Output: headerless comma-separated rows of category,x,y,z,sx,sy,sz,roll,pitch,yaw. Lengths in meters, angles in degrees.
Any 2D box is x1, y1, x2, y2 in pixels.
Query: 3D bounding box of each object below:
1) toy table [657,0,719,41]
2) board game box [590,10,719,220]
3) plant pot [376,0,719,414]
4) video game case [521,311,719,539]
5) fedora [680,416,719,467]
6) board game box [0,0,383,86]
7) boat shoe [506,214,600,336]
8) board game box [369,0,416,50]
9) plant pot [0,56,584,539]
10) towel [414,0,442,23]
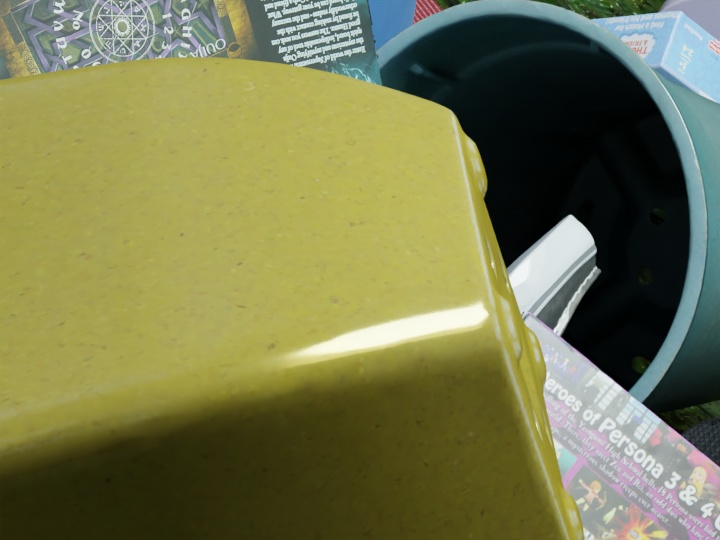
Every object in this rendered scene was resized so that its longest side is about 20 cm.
toy table,0.276,-0.119,1.536,0.200,0.184,0.117,46,43,-9
board game box,0.172,-0.070,1.341,0.200,0.151,0.037,32,72,-34
plant pot,0.106,-0.012,1.168,0.200,0.200,0.196,51,23,23
video game case,0.082,0.144,0.946,0.200,0.036,0.181,39,69,3
fedora,0.183,0.117,1.119,0.092,0.201,0.201,17,14,36
board game box,-0.076,-0.095,0.990,0.200,0.028,0.135,-17,101,-42
boat shoe,0.039,0.064,1.019,0.057,0.069,0.200,41,68,-2
board game box,-0.031,-0.083,1.153,0.039,0.158,0.200,19,21,16
plant pot,-0.043,0.048,0.801,0.196,0.200,0.194,-100,172,-52
towel,0.015,-0.103,1.360,0.144,0.023,0.200,6,40,-41
